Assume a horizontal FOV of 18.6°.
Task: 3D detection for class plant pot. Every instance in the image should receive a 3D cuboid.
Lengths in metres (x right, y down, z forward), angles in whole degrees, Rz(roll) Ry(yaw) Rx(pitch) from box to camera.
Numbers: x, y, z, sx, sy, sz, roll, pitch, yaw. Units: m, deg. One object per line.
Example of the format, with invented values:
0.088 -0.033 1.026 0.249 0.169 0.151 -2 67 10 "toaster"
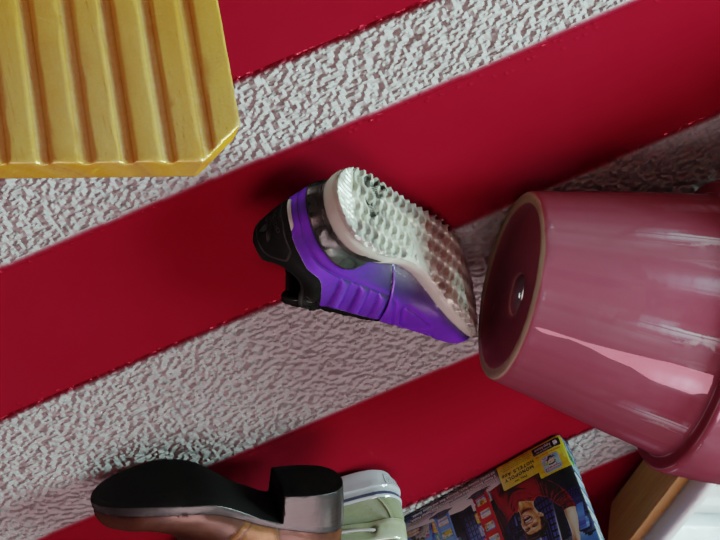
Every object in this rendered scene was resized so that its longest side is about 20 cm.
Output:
0.182 0.028 1.458 0.178 0.201 0.200 13 134 -12 "plant pot"

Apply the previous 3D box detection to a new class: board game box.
0.108 0.260 1.679 0.199 0.200 0.062 -30 140 14 "board game box"

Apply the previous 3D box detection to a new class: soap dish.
0.299 0.167 1.741 0.157 0.081 0.200 4 136 -27 "soap dish"

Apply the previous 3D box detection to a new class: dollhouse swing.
-0.140 -0.170 1.088 0.199 0.176 0.182 -1 138 -20 "dollhouse swing"

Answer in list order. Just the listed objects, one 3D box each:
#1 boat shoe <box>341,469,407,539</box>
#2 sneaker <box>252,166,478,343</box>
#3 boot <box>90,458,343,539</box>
-0.060 0.213 1.664 0.199 0.062 0.072 -24 141 6 "boat shoe"
0.000 -0.001 1.440 0.099 0.070 0.200 -22 145 24 "sneaker"
-0.109 0.238 1.614 0.187 0.069 0.201 -2 116 -18 "boot"
